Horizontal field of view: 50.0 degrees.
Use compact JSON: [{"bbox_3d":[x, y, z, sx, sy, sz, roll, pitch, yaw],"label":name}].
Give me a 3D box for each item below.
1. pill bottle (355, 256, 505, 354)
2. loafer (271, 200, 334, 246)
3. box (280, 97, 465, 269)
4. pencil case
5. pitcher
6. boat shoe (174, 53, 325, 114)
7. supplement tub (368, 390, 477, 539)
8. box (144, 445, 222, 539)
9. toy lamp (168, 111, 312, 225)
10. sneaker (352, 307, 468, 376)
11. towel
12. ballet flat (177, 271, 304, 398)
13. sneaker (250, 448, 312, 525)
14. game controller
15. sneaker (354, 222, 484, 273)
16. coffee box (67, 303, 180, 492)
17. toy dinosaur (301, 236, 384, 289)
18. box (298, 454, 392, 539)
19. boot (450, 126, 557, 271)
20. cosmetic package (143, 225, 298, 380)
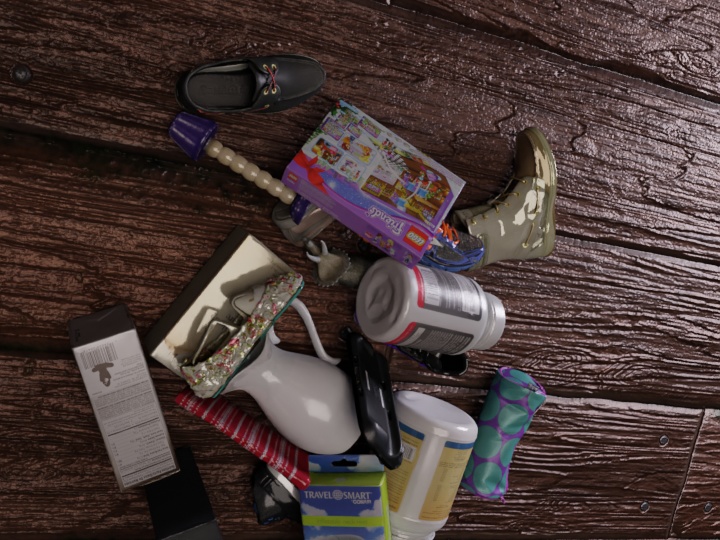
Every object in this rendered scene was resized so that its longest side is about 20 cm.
[{"bbox_3d":[0.101,0.054,1.043,0.199,0.110,0.112,14,98,-37],"label":"pill bottle"},{"bbox_3d":[-0.028,-0.110,1.061,0.199,0.072,0.063,-35,130,-4],"label":"loafer"},{"bbox_3d":[0.018,-0.112,0.978,0.199,0.039,0.137,34,60,-1],"label":"box"},{"bbox_3d":[0.226,0.262,1.238,0.092,0.085,0.201,23,95,4],"label":"pencil case"},{"bbox_3d":[-0.077,0.148,1.079,0.200,0.121,0.172,37,68,-19],"label":"pitcher"},{"bbox_3d":[-0.133,-0.235,0.984,0.200,0.063,0.074,-12,104,-21],"label":"boat shoe"},{"bbox_3d":[0.079,0.297,1.154,0.144,0.145,0.202,16,97,-25],"label":"supplement tub"},{"bbox_3d":[-0.226,0.343,1.010,0.078,0.200,0.142,-18,110,-16],"label":"box"},{"bbox_3d":[-0.150,-0.134,0.980,0.199,0.058,0.058,31,91,-7],"label":"toy lamp"},{"bbox_3d":[0.084,0.098,1.130,0.199,0.099,0.070,30,93,-27],"label":"sneaker"},{"bbox_3d":[-0.148,0.213,1.009,0.199,0.145,0.023,35,86,-3],"label":"towel"},{"bbox_3d":[-0.152,0.071,0.967,0.064,0.076,0.200,40,83,-18],"label":"ballet flat"},{"bbox_3d":[-0.093,0.359,1.147,0.111,0.073,0.201,-32,106,-7],"label":"sneaker"},{"bbox_3d":[0.017,0.176,1.073,0.042,0.201,0.104,-33,126,17],"label":"game controller"},{"bbox_3d":[0.088,-0.057,1.067,0.198,0.076,0.079,16,125,-19],"label":"sneaker"},{"bbox_3d":[-0.302,0.159,0.984,0.079,0.114,0.202,-18,110,-17],"label":"coffee box"},{"bbox_3d":[0.000,0.000,1.072,0.198,0.102,0.078,10,100,-23],"label":"toy dinosaur"},{"bbox_3d":[-0.018,0.361,1.084,0.121,0.048,0.202,-3,102,11],"label":"box"},{"bbox_3d":[0.210,-0.104,1.152,0.153,0.072,0.202,-11,107,-17],"label":"boot"},{"bbox_3d":[-0.182,0.051,1.028,0.103,0.073,0.200,40,85,-25],"label":"cosmetic package"}]
